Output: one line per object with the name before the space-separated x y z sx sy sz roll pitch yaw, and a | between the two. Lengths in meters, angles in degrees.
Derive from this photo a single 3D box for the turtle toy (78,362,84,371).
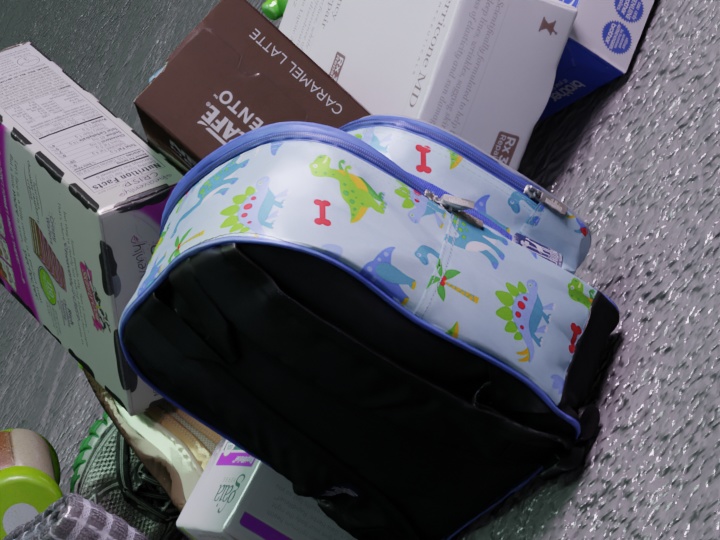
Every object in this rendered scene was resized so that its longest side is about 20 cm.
turtle toy | -0.114 -0.015 1.724 0.200 0.101 0.146 -51 53 14

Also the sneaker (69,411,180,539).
sneaker | -0.104 0.099 1.670 0.200 0.078 0.085 -53 21 16

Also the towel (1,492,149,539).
towel | -0.133 0.202 1.431 0.200 0.166 0.086 -34 26 50

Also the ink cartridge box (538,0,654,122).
ink cartridge box | 0.137 -0.184 1.556 0.094 0.044 0.200 -27 36 59

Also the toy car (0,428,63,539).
toy car | -0.270 0.187 1.707 0.164 0.200 0.158 -140 40 -80

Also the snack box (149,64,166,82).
snack box | -0.094 -0.052 1.835 0.116 0.037 0.200 -33 55 54

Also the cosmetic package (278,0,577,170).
cosmetic package | 0.031 -0.128 1.536 0.200 0.074 0.102 38 110 62

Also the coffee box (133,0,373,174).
coffee box | -0.053 -0.068 1.531 0.080 0.114 0.200 -48 -4 -6

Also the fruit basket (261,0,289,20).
fruit basket | 0.019 -0.229 1.683 0.156 0.216 0.216 -44 22 37

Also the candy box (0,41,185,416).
candy box | -0.158 -0.027 1.598 0.061 0.136 0.200 -22 38 -23

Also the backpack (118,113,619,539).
backpack | -0.002 0.018 1.331 0.183 0.200 0.147 -39 25 47

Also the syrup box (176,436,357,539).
syrup box | -0.007 0.066 1.460 0.200 0.081 0.079 -61 16 -14

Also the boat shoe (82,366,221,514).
boat shoe | -0.084 0.095 1.583 0.076 0.072 0.200 -39 49 -5
